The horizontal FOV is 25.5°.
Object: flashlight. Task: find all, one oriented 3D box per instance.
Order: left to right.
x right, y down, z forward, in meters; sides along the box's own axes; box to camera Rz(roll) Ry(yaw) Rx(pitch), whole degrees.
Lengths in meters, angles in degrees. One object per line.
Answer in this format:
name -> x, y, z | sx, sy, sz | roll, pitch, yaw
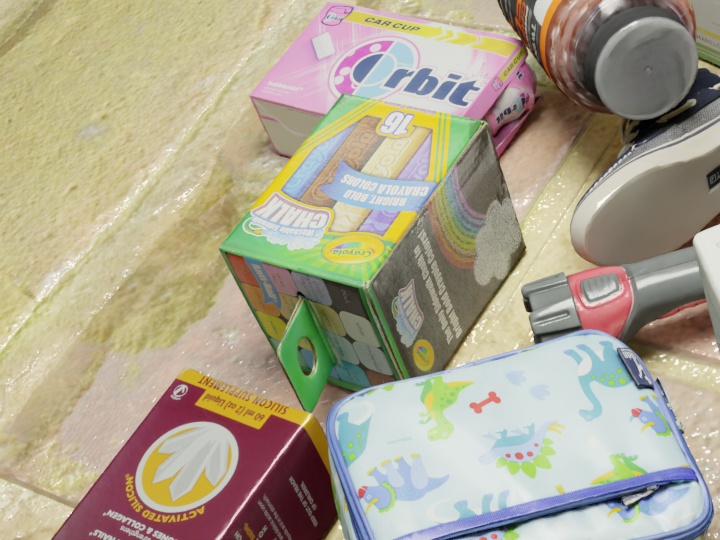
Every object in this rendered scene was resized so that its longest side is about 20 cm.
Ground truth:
flashlight -> 0.204, 0.014, 0.998 | 0.199, 0.068, 0.068 | -15, 9, 4

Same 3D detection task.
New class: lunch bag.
lunch bag -> 0.088, 0.126, 0.896 | 0.199, 0.083, 0.161 | -11, 47, -7

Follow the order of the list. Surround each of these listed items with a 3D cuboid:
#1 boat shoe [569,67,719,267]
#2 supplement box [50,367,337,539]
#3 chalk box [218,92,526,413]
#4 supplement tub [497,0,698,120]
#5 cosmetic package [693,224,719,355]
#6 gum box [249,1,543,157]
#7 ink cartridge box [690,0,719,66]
boat shoe -> 0.199, -0.072, 1.074 | 0.199, 0.075, 0.093 | -27, 35, -25
supplement box -> -0.110, 0.170, 0.963 | 0.110, 0.086, 0.200 | 16, 56, 35
chalk box -> 0.000, 0.000, 1.055 | 0.123, 0.125, 0.200 | 16, 55, 35
supplement tub -> 0.164, -0.176, 1.095 | 0.106, 0.107, 0.200 | -23, 31, 1
cosmetic package -> 0.283, 0.073, 0.798 | 0.165, 0.201, 0.168 | -20, 43, 5
gum box -> 0.029, -0.130, 1.211 | 0.199, 0.066, 0.114 | 18, 58, 36
ink cartridge box -> 0.235, -0.247, 1.136 | 0.048, 0.201, 0.145 | -37, 44, -18
